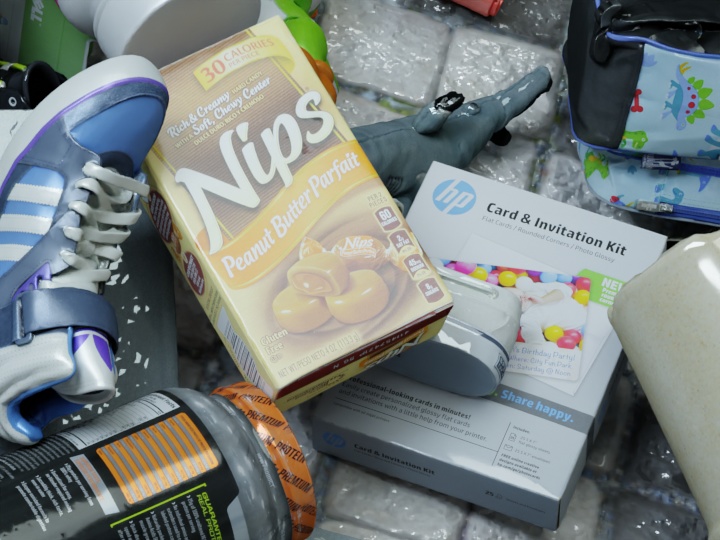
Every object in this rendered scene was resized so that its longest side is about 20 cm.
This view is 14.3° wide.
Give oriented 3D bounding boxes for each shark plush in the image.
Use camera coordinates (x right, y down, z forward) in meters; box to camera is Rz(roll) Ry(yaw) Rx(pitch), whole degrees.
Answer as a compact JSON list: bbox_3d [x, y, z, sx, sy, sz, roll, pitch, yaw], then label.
[{"bbox_3d":[0.048,-0.077,1.799,0.200,0.083,0.091,-15,57,-24],"label":"shark plush"}]

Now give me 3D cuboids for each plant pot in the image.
[{"bbox_3d":[0.242,0.062,1.636,0.200,0.200,0.184,-26,77,-30],"label":"plant pot"}]

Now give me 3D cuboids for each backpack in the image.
[{"bbox_3d":[0.232,-0.115,1.820,0.200,0.147,0.183,7,27,-4],"label":"backpack"}]

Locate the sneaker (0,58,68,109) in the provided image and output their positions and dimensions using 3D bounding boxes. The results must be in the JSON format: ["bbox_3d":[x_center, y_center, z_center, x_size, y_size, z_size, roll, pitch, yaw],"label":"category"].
[{"bbox_3d":[-0.210,-0.109,1.758,0.200,0.083,0.072,30,50,10],"label":"sneaker"}]

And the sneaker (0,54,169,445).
[{"bbox_3d":[-0.146,0.000,1.529,0.146,0.200,0.081,51,13,33],"label":"sneaker"}]

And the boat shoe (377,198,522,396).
[{"bbox_3d":[0.001,-0.002,1.670,0.202,0.075,0.086,19,59,10],"label":"boat shoe"}]

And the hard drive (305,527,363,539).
[{"bbox_3d":[0.003,0.240,1.565,0.139,0.033,0.200,15,49,-2],"label":"hard drive"}]

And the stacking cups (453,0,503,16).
[{"bbox_3d":[0.010,-0.233,1.929,0.200,0.061,0.061,25,50,6],"label":"stacking cups"}]

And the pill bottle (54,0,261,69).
[{"bbox_3d":[-0.147,-0.210,1.702,0.113,0.113,0.200,-19,60,-27],"label":"pill bottle"}]

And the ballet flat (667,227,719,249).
[{"bbox_3d":[0.163,0.005,1.786,0.200,0.046,0.067,-8,54,-20],"label":"ballet flat"}]

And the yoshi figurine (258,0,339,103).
[{"bbox_3d":[-0.068,-0.174,1.834,0.112,0.112,0.200,1,45,-3],"label":"yoshi figurine"}]

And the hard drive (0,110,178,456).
[{"bbox_3d":[-0.178,0.009,1.640,0.139,0.033,0.200,-1,81,-16],"label":"hard drive"}]

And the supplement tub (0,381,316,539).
[{"bbox_3d":[-0.132,0.140,1.546,0.200,0.123,0.123,-21,60,-24],"label":"supplement tub"}]

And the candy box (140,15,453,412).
[{"bbox_3d":[-0.049,-0.031,1.606,0.115,0.055,0.200,-26,75,-19],"label":"candy box"}]

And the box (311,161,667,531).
[{"bbox_3d":[0.079,0.042,1.708,0.156,0.041,0.200,19,57,12],"label":"box"}]

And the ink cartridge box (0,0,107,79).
[{"bbox_3d":[-0.215,-0.177,1.798,0.200,0.104,0.059,30,52,11],"label":"ink cartridge box"}]
